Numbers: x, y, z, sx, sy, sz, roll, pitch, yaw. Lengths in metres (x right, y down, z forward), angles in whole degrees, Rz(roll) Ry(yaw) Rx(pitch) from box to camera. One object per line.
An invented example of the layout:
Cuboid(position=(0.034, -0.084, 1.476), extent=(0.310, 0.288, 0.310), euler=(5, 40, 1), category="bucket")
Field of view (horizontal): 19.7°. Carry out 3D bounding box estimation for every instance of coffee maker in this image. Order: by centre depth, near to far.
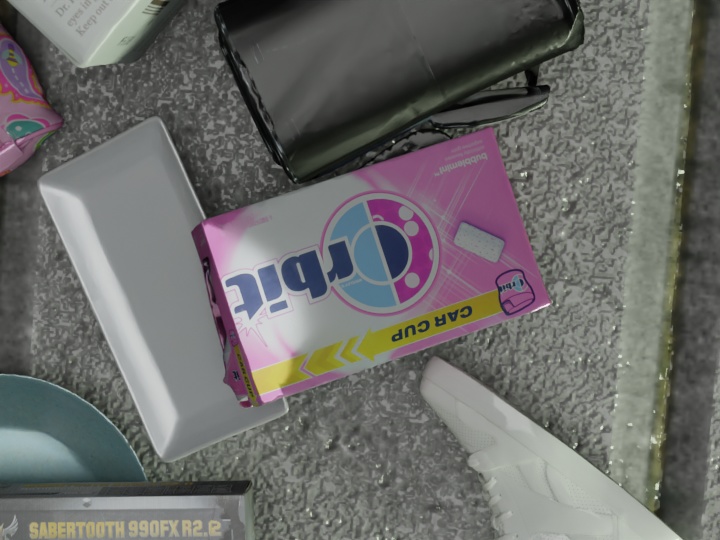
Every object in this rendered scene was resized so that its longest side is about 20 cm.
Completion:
Cuboid(position=(0.019, -0.149, 1.216), extent=(0.199, 0.192, 0.135), euler=(-26, 74, 2), category="coffee maker")

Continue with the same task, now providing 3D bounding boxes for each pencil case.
Cuboid(position=(-0.268, -0.149, 1.285), extent=(0.087, 0.087, 0.201), euler=(-32, 94, 5), category="pencil case")

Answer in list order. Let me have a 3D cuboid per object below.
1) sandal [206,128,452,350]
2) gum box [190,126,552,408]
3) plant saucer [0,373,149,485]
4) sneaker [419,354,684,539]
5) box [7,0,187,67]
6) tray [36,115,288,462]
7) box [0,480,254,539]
Cuboid(position=(-0.019, -0.020, 1.302), extent=(0.199, 0.045, 0.075), euler=(-37, 94, 5), category="sandal")
Cuboid(position=(0.000, 0.000, 1.251), extent=(0.199, 0.066, 0.114), euler=(-18, 89, -11), category="gum box")
Cuboid(position=(-0.226, 0.163, 1.332), extent=(0.199, 0.039, 0.203), euler=(0, 96, 3), category="plant saucer")
Cuboid(position=(0.094, 0.152, 1.298), extent=(0.200, 0.074, 0.116), euler=(39, 93, -2), category="sneaker")
Cuboid(position=(-0.144, -0.247, 1.212), extent=(0.171, 0.200, 0.199), euler=(42, 96, -3), category="box")
Cuboid(position=(-0.122, 0.012, 1.306), extent=(0.107, 0.022, 0.201), euler=(-24, 91, 27), category="tray")
Cuboid(position=(-0.164, 0.213, 1.290), extent=(0.198, 0.048, 0.160), euler=(-2, 94, 2), category="box")
